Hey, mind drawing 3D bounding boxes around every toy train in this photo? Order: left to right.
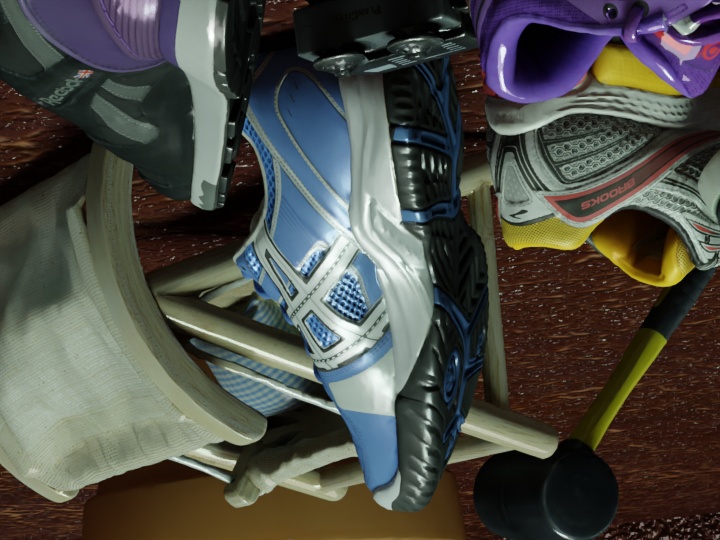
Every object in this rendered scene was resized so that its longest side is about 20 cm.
[{"bbox_3d":[0.072,-0.090,0.781,0.199,0.034,0.046,-11,169,29],"label":"toy train"}]

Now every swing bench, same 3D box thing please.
[{"bbox_3d":[-0.056,0.027,1.070,0.199,0.130,0.199,0,169,-28],"label":"swing bench"}]

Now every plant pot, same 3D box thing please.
[{"bbox_3d":[-0.050,0.086,1.339,0.199,0.141,0.200,-5,169,-1],"label":"plant pot"}]

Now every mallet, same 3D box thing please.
[{"bbox_3d":[0.115,0.035,1.096,0.041,0.200,0.066,42,153,-17],"label":"mallet"}]

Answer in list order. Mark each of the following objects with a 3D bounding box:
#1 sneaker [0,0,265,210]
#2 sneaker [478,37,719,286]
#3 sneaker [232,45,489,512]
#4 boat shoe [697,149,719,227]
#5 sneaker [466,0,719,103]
[{"bbox_3d":[-0.074,-0.076,0.746,0.087,0.076,0.200,10,165,0],"label":"sneaker"},{"bbox_3d":[0.115,-0.034,0.936,0.200,0.082,0.078,5,177,-41],"label":"sneaker"},{"bbox_3d":[0.000,0.000,0.929,0.077,0.201,0.076,4,-147,17],"label":"sneaker"},{"bbox_3d":[0.199,-0.054,0.829,0.200,0.062,0.073,-37,152,31],"label":"boat shoe"},{"bbox_3d":[0.096,-0.092,0.657,0.080,0.084,0.200,2,166,-30],"label":"sneaker"}]
